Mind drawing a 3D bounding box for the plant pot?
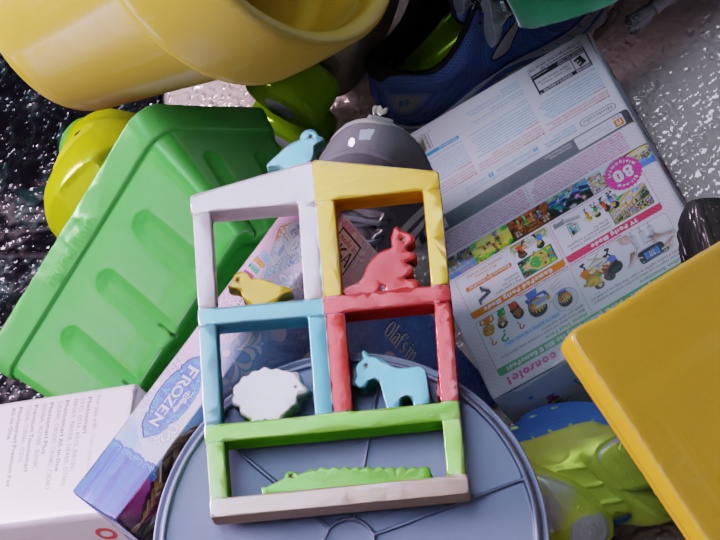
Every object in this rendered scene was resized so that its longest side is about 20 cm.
[{"bbox_3d":[-0.112,-0.183,1.329,0.188,0.200,0.202,-25,49,37],"label":"plant pot"}]

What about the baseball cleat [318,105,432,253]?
[{"bbox_3d":[0.000,0.000,1.332,0.069,0.200,0.107,11,58,4],"label":"baseball cleat"}]

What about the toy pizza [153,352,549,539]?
[{"bbox_3d":[-0.005,0.140,1.171,0.199,0.032,0.202,-1,72,4],"label":"toy pizza"}]

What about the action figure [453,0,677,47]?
[{"bbox_3d":[0.155,-0.182,1.397,0.199,0.055,0.118,-15,41,-19],"label":"action figure"}]

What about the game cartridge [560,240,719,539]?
[{"bbox_3d":[0.228,0.060,1.177,0.199,0.032,0.177,-29,77,-16],"label":"game cartridge"}]

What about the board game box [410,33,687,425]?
[{"bbox_3d":[0.115,-0.021,1.357,0.147,0.064,0.201,-30,50,9],"label":"board game box"}]

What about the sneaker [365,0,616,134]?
[{"bbox_3d":[0.084,-0.164,1.447,0.200,0.089,0.079,-44,50,-6],"label":"sneaker"}]

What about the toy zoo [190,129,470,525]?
[{"bbox_3d":[-0.018,0.023,1.182,0.130,0.020,0.201,-5,72,2],"label":"toy zoo"}]

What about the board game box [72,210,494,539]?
[{"bbox_3d":[-0.033,0.093,1.276,0.043,0.200,0.200,25,75,41],"label":"board game box"}]

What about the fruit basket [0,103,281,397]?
[{"bbox_3d":[-0.143,-0.028,1.425,0.214,0.155,0.217,2,93,33],"label":"fruit basket"}]

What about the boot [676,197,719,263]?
[{"bbox_3d":[0.253,0.041,1.231,0.130,0.068,0.201,-10,80,-11],"label":"boot"}]

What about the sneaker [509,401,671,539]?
[{"bbox_3d":[0.086,0.120,1.255,0.199,0.076,0.105,-12,10,-9],"label":"sneaker"}]

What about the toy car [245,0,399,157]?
[{"bbox_3d":[-0.073,-0.195,1.466,0.199,0.158,0.165,29,79,4],"label":"toy car"}]

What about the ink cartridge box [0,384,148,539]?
[{"bbox_3d":[-0.184,0.145,1.361,0.199,0.146,0.085,-9,56,24],"label":"ink cartridge box"}]
